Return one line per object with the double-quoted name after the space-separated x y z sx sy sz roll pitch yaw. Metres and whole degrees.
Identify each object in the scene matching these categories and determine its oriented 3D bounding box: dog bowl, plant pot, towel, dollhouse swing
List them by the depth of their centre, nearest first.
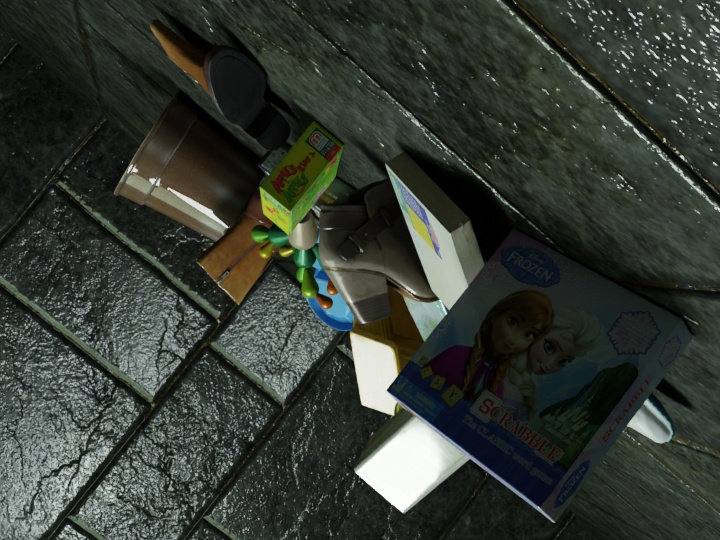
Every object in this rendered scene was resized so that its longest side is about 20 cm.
0.105 0.054 1.400 0.171 0.048 0.201 37 156 57 "towel"
0.098 0.113 1.653 0.174 0.200 0.183 -1 117 16 "dollhouse swing"
-0.038 -0.002 1.686 0.111 0.050 0.201 13 127 35 "dog bowl"
-0.279 -0.159 1.790 0.197 0.201 0.200 33 175 -11 "plant pot"

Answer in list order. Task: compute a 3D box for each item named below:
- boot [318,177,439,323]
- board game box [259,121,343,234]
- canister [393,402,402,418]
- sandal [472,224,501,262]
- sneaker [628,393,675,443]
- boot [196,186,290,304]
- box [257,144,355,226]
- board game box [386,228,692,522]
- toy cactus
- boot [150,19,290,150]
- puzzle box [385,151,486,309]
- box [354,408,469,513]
0.045 -0.032 1.208 0.070 0.199 0.148 1 108 59 "boot"
-0.074 -0.110 1.315 0.048 0.102 0.200 38 173 0 "board game box"
0.142 0.165 1.486 0.147 0.087 0.200 7 -154 16 "canister"
0.152 0.011 1.122 0.200 0.045 0.075 39 175 5 "sandal"
0.249 0.130 1.156 0.199 0.081 0.076 35 -171 9 "sneaker"
-0.138 -0.026 1.722 0.188 0.200 0.068 43 171 -32 "boot"
-0.036 -0.086 1.495 0.199 0.048 0.158 36 172 30 "box"
0.154 0.085 0.947 0.199 0.200 0.041 32 170 42 "board game box"
-0.072 -0.036 1.534 0.200 0.102 0.166 39 156 23 "toy cactus"
-0.180 -0.248 1.261 0.200 0.069 0.188 44 -176 27 "boot"
0.091 -0.012 1.077 0.133 0.025 0.201 53 170 44 "puzzle box"
0.092 0.211 1.362 0.095 0.200 0.078 42 -149 -5 "box"
